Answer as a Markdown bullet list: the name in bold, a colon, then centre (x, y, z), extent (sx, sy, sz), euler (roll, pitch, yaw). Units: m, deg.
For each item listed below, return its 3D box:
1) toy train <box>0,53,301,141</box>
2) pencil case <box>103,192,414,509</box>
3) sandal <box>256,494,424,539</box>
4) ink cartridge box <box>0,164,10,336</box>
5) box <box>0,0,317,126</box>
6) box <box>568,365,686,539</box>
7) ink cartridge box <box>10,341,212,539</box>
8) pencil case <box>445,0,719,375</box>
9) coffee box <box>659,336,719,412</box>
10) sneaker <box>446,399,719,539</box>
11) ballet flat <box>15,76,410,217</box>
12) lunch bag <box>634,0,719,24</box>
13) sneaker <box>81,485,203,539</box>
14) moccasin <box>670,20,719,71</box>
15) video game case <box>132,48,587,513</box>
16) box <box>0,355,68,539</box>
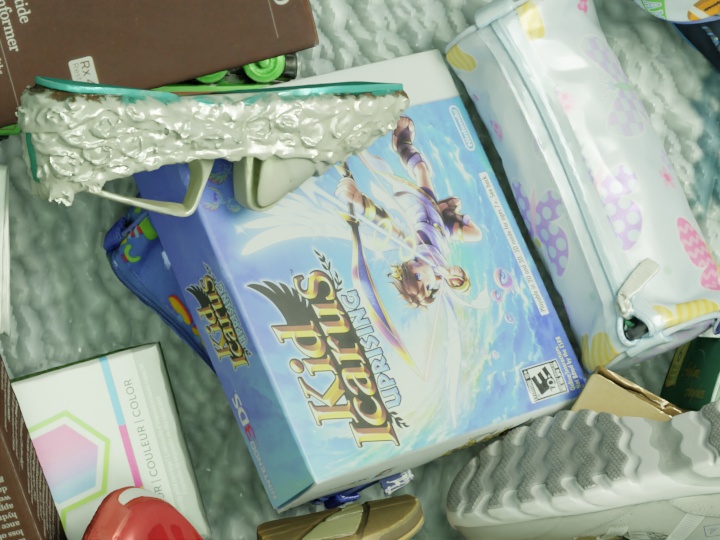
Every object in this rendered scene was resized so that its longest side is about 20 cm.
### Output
- **toy train**: centre (-0.130, -0.091, 1.477), extent (0.200, 0.042, 0.056), euler (0, 97, -7)
- **pencil case**: centre (-0.046, 0.033, 1.461), extent (0.087, 0.078, 0.200), euler (-41, 92, -30)
- **sandal**: centre (-0.009, 0.142, 1.399), extent (0.080, 0.200, 0.054), euler (-12, 84, -6)
- **ink cartridge box**: centre (-0.269, -0.012, 1.401), extent (0.200, 0.146, 0.083), euler (2, 89, -8)
- **box**: centre (-0.129, -0.136, 1.400), extent (0.200, 0.075, 0.100), euler (-16, 106, -4)
- **box**: centre (0.141, 0.167, 1.466), extent (0.163, 0.021, 0.200), euler (28, 111, -4)
- **ink cartridge box**: centre (-0.184, 0.111, 1.450), extent (0.200, 0.059, 0.104), euler (-15, 91, -7)
- **pencil case**: centre (0.115, -0.045, 1.469), extent (0.083, 0.091, 0.200), euler (-29, 79, 32)
- **coffee box**: centre (0.260, 0.086, 1.479), extent (0.200, 0.123, 0.044), euler (21, 88, -7)
- **sneaker**: centre (0.139, 0.116, 1.396), extent (0.200, 0.075, 0.082), euler (-8, 121, 18)
- **ballet flat**: centre (-0.071, -0.058, 1.354), extent (0.200, 0.072, 0.072), euler (-2, 88, -29)
- **lunch bag**: centre (0.202, -0.214, 1.477), extent (0.200, 0.076, 0.160), euler (-14, 55, -13)
- **sneaker**: centre (-0.056, 0.169, 1.385), extent (0.115, 0.200, 0.078), euler (16, 74, 25)
- **moccasin**: centre (0.226, -0.124, 1.507), extent (0.200, 0.068, 0.080), euler (45, 84, -1)
- **video game case**: centre (0.000, 0.000, 1.428), extent (0.181, 0.045, 0.200), euler (-16, 77, -36)
- **box**: centre (-0.201, 0.098, 1.338), extent (0.100, 0.075, 0.200), euler (-14, 119, 1)
